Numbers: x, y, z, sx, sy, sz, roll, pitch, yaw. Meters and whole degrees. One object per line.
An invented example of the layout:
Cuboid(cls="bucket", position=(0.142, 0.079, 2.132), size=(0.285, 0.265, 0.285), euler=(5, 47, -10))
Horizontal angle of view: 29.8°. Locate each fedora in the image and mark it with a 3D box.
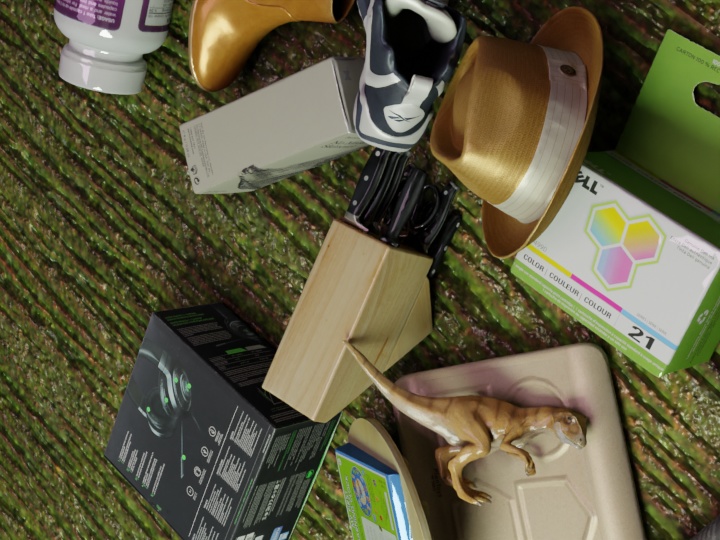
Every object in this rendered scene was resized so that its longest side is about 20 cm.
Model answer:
Cuboid(cls="fedora", position=(0.103, -0.109, 0.986), size=(0.201, 0.082, 0.201), euler=(-163, 90, -76))

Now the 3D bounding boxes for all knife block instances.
Cuboid(cls="knife block", position=(0.000, 0.000, 1.095), size=(0.064, 0.200, 0.176), euler=(28, 142, 35))

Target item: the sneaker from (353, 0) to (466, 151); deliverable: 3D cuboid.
Cuboid(cls="sneaker", position=(0.042, -0.203, 1.037), size=(0.130, 0.079, 0.200), euler=(136, 148, -68))

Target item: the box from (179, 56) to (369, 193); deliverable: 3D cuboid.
Cuboid(cls="box", position=(-0.062, -0.125, 1.190), size=(0.200, 0.082, 0.069), euler=(-16, 84, 42))

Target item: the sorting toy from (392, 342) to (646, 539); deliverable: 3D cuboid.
Cuboid(cls="sorting toy", position=(0.127, 0.162, 1.096), size=(0.199, 0.036, 0.186), euler=(-14, 87, 36))

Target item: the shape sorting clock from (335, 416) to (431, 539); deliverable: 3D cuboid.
Cuboid(cls="shape sorting clock", position=(0.029, 0.219, 1.132), size=(0.200, 0.039, 0.201), euler=(166, 90, -70))

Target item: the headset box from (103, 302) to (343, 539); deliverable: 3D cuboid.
Cuboid(cls="headset box", position=(-0.139, 0.151, 1.280), size=(0.200, 0.093, 0.175), euler=(37, 118, 32))

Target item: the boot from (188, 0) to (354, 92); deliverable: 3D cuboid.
Cuboid(cls="boot", position=(-0.072, -0.234, 1.188), size=(0.144, 0.071, 0.202), euler=(31, 109, 37))

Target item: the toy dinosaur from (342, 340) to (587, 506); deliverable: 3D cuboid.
Cuboid(cls="toy dinosaur", position=(0.080, 0.122, 1.069), size=(0.199, 0.060, 0.107), euler=(10, 96, 14))

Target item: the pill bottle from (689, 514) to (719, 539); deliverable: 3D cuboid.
Cuboid(cls="pill bottle", position=(0.275, 0.216, 0.920), size=(0.114, 0.114, 0.200), euler=(53, 126, 22))

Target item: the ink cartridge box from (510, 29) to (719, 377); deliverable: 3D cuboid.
Cuboid(cls="ink cartridge box", position=(0.215, -0.051, 0.962), size=(0.148, 0.076, 0.201), euler=(37, 119, 31))

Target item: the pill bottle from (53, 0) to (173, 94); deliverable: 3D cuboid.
Cuboid(cls="pill bottle", position=(-0.232, -0.276, 1.295), size=(0.112, 0.112, 0.201), euler=(28, 112, 35))
